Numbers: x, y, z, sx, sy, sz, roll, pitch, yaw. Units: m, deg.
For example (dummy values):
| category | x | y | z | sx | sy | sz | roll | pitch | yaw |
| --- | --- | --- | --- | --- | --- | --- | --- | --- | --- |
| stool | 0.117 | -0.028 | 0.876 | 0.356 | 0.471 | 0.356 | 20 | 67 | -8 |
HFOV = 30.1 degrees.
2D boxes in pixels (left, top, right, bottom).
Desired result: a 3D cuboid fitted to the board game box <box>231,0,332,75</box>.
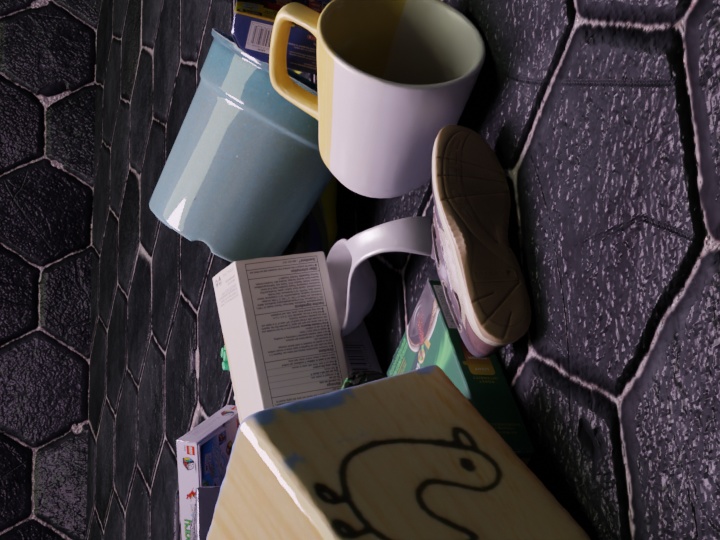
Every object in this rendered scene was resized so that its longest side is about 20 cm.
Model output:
| category | x | y | z | sx | sy | sz | roll | pitch | yaw |
| --- | --- | --- | --- | --- | --- | --- | --- | --- | --- |
| board game box | -0.031 | -0.245 | 1.357 | 0.200 | 0.198 | 0.062 | -92 | 16 | -61 |

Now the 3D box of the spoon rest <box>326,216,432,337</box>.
| category | x | y | z | sx | sy | sz | roll | pitch | yaw |
| --- | --- | --- | --- | --- | --- | --- | --- | --- | --- |
| spoon rest | 0.000 | 0.000 | 1.323 | 0.200 | 0.060 | 0.100 | -41 | 48 | 54 |

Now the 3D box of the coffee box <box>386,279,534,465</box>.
| category | x | y | z | sx | sy | sz | roll | pitch | yaw |
| --- | --- | --- | --- | --- | --- | --- | --- | --- | --- |
| coffee box | 0.079 | 0.117 | 1.128 | 0.201 | 0.044 | 0.123 | -107 | 30 | -45 |

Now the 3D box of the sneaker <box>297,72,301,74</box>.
| category | x | y | z | sx | sy | sz | roll | pitch | yaw |
| --- | --- | --- | --- | --- | --- | --- | --- | --- | --- |
| sneaker | -0.079 | -0.329 | 1.624 | 0.131 | 0.079 | 0.201 | -116 | 26 | -58 |

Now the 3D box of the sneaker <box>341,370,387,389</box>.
| category | x | y | z | sx | sy | sz | roll | pitch | yaw |
| --- | --- | --- | --- | --- | --- | --- | --- | --- | --- |
| sneaker | 0.012 | 0.187 | 1.255 | 0.085 | 0.077 | 0.201 | 123 | 145 | -55 |

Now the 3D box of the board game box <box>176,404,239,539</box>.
| category | x | y | z | sx | sy | sz | roll | pitch | yaw |
| --- | --- | --- | --- | --- | --- | --- | --- | --- | --- |
| board game box | -0.181 | 0.285 | 1.688 | 0.126 | 0.034 | 0.202 | -31 | -57 | -62 |

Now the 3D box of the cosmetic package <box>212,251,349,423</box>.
| category | x | y | z | sx | sy | sz | roll | pitch | yaw |
| --- | --- | --- | --- | --- | --- | --- | --- | --- | --- |
| cosmetic package | -0.073 | 0.089 | 1.333 | 0.071 | 0.104 | 0.202 | -29 | 68 | 61 |

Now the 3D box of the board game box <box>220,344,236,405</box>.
| category | x | y | z | sx | sy | sz | roll | pitch | yaw |
| --- | --- | --- | --- | --- | --- | --- | --- | --- | --- |
| board game box | -0.147 | 0.151 | 1.786 | 0.200 | 0.026 | 0.201 | 124 | 145 | -54 |

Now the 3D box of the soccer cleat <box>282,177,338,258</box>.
| category | x | y | z | sx | sy | sz | roll | pitch | yaw |
| --- | --- | --- | --- | --- | --- | --- | --- | --- | --- |
| soccer cleat | -0.052 | -0.083 | 1.514 | 0.064 | 0.084 | 0.202 | 0 | 68 | 32 |

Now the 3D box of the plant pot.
| category | x | y | z | sx | sy | sz | roll | pitch | yaw |
| --- | --- | --- | --- | --- | --- | --- | --- | --- | --- |
| plant pot | -0.112 | -0.117 | 1.402 | 0.197 | 0.199 | 0.200 | -61 | 24 | 7 |

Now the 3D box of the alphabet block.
| category | x | y | z | sx | sy | sz | roll | pitch | yaw |
| --- | --- | --- | --- | --- | --- | --- | --- | --- | --- |
| alphabet block | 0.017 | 0.220 | 0.987 | 0.200 | 0.194 | 0.197 | 47 | 135 | 36 |

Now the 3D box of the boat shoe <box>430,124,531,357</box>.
| category | x | y | z | sx | sy | sz | roll | pitch | yaw |
| --- | --- | --- | --- | --- | --- | --- | --- | --- | --- |
| boat shoe | 0.088 | -0.024 | 1.100 | 0.065 | 0.071 | 0.201 | -49 | 47 | 52 |

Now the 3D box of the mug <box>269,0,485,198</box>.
| category | x | y | z | sx | sy | sz | roll | pitch | yaw |
| --- | --- | --- | --- | --- | --- | --- | --- | --- | --- |
| mug | 0.017 | -0.162 | 1.222 | 0.187 | 0.148 | 0.154 | 57 | 149 | 37 |

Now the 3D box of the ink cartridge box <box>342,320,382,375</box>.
| category | x | y | z | sx | sy | sz | roll | pitch | yaw |
| --- | --- | --- | --- | --- | --- | --- | --- | --- | --- |
| ink cartridge box | -0.037 | 0.132 | 1.457 | 0.199 | 0.043 | 0.201 | -111 | 31 | -48 |

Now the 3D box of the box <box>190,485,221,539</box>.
| category | x | y | z | sx | sy | sz | roll | pitch | yaw |
| --- | --- | --- | --- | --- | --- | --- | --- | --- | --- |
| box | -0.129 | 0.362 | 1.510 | 0.199 | 0.122 | 0.201 | 110 | 158 | -67 |
